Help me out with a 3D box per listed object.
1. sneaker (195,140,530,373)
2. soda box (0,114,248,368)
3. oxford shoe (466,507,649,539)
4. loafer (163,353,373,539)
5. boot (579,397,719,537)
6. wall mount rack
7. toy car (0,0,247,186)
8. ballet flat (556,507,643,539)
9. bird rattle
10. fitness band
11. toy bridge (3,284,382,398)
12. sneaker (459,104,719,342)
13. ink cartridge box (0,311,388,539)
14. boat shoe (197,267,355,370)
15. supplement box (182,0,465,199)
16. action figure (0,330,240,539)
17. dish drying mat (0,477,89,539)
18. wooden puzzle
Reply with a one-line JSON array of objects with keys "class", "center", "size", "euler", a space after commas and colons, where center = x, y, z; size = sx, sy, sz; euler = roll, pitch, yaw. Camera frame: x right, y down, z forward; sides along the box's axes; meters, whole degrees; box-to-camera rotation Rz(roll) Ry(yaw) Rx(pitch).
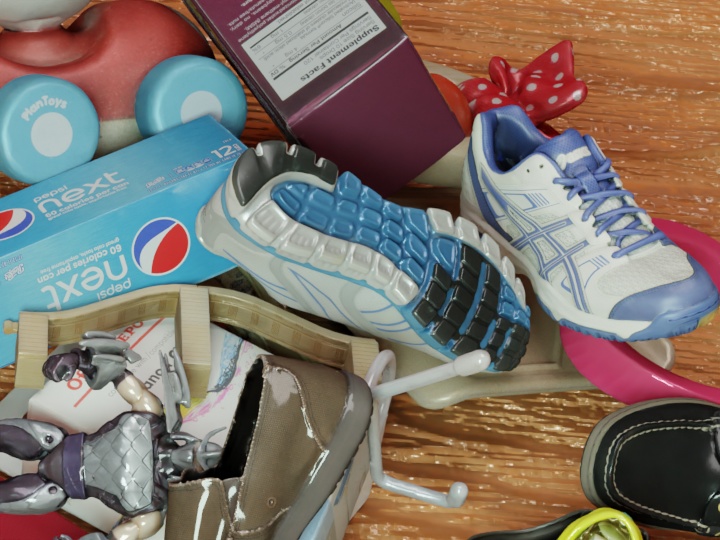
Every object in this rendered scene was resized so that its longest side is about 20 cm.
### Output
[{"class": "sneaker", "center": [0.000, 0.000, 1.527], "size": [0.199, 0.087, 0.075], "euler": [30, 58, -19]}, {"class": "soda box", "center": [-0.151, -0.012, 1.539], "size": [0.199, 0.064, 0.068], "euler": [-23, 30, -16]}, {"class": "oxford shoe", "center": [0.137, 0.166, 1.476], "size": [0.199, 0.085, 0.073], "euler": [-1, 39, -18]}, {"class": "loafer", "center": [-0.071, 0.126, 1.387], "size": [0.071, 0.073, 0.201], "euler": [32, 78, -19]}, {"class": "boot", "center": [0.231, 0.116, 1.489], "size": [0.199, 0.074, 0.150], "euler": [14, -2, -29]}, {"class": "wall mount rack", "center": [0.010, 0.122, 1.403], "size": [0.074, 0.174, 0.201], "euler": [16, 62, 10]}, {"class": "toy car", "center": [-0.171, -0.162, 1.637], "size": [0.176, 0.201, 0.184], "euler": [-9, 12, -22]}, {"class": "ballet flat", "center": [0.078, 0.196, 1.383], "size": [0.067, 0.067, 0.200], "euler": [33, 70, 7]}, {"class": "bird rattle", "center": [0.044, -0.092, 1.736], "size": [0.199, 0.113, 0.163], "euler": [26, 31, 0]}, {"class": "fitness band", "center": [0.191, 0.034, 1.641], "size": [0.143, 0.038, 0.200], "euler": [27, 29, 7]}, {"class": "toy bridge", "center": [-0.090, 0.037, 1.507], "size": [0.199, 0.027, 0.067], "euler": [5, 41, -9]}, {"class": "sneaker", "center": [0.120, -0.028, 1.578], "size": [0.075, 0.089, 0.200], "euler": [-21, 33, -32]}, {"class": "ink cartridge box", "center": [-0.101, 0.086, 1.521], "size": [0.199, 0.068, 0.117], "euler": [26, 42, 16]}, {"class": "boat shoe", "center": [-0.057, 0.016, 1.628], "size": [0.073, 0.063, 0.200], "euler": [6, 36, -48]}, {"class": "supplement box", "center": [-0.037, -0.140, 1.633], "size": [0.086, 0.110, 0.200], "euler": [-36, 55, -1]}, {"class": "action figure", "center": [-0.158, 0.100, 1.435], "size": [0.199, 0.069, 0.131], "euler": [-3, 72, 9]}, {"class": "dish drying mat", "center": [-0.229, 0.122, 1.490], "size": [0.199, 0.018, 0.077], "euler": [28, 44, 19]}, {"class": "wooden puzzle", "center": [0.060, 0.015, 1.640], "size": [0.199, 0.037, 0.185], "euler": [-6, 42, -42]}]
